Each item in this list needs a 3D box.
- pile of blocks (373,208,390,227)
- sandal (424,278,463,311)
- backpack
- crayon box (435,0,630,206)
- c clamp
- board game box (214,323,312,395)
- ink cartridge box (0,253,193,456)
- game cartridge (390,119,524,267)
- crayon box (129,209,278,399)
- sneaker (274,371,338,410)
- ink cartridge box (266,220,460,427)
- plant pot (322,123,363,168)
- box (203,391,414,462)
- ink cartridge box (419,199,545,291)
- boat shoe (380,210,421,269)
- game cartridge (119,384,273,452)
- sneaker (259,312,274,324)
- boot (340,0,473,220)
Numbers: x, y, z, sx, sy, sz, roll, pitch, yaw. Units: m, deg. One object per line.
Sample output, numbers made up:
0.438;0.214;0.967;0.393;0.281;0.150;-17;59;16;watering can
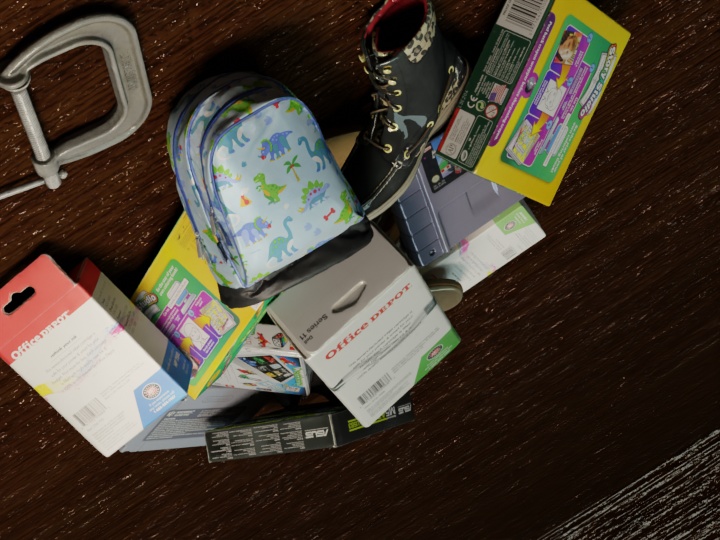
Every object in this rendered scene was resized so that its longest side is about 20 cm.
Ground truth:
0.014;-0.009;1.598;0.200;0.062;0.082;-43;151;25;pile of blocks
0.031;0.067;1.616;0.198;0.054;0.080;-21;155;-3;sandal
-0.089;-0.082;1.227;0.162;0.201;0.154;-27;-169;-11;backpack
0.177;-0.181;1.380;0.172;0.058;0.201;14;103;-57;crayon box
-0.251;-0.131;1.136;0.170;0.027;0.201;-22;153;-17;c clamp
-0.122;0.101;1.572;0.125;0.035;0.200;6;162;2;board game box
-0.276;0.073;1.359;0.116;0.200;0.067;-37;-161;14;ink cartridge box
0.117;-0.108;1.457;0.199;0.038;0.130;-34;126;-20;game cartridge
-0.159;0.025;1.396;0.200;0.119;0.058;-52;174;38;crayon box
-0.023;0.115;1.713;0.199;0.091;0.076;-22;155;12;sneaker
0.007;0.058;1.423;0.146;0.083;0.200;-41;149;-5;ink cartridge box
-0.041;-0.089;1.438;0.199;0.028;0.201;-25;155;-13;plant pot
-0.062;0.196;1.724;0.199;0.048;0.193;-11;-179;31;box
0.115;-0.028;1.665;0.199;0.068;0.117;-35;154;9;ink cartridge box
0.082;-0.094;1.505;0.072;0.072;0.201;32;91;-37;boat shoe
-0.209;0.174;1.720;0.199;0.042;0.133;4;134;-50;game cartridge
-0.104;0.040;1.544;0.083;0.074;0.200;-32;155;-5;sneaker
0.021;-0.156;1.292;0.204;0.073;0.154;-53;153;-8;boot
